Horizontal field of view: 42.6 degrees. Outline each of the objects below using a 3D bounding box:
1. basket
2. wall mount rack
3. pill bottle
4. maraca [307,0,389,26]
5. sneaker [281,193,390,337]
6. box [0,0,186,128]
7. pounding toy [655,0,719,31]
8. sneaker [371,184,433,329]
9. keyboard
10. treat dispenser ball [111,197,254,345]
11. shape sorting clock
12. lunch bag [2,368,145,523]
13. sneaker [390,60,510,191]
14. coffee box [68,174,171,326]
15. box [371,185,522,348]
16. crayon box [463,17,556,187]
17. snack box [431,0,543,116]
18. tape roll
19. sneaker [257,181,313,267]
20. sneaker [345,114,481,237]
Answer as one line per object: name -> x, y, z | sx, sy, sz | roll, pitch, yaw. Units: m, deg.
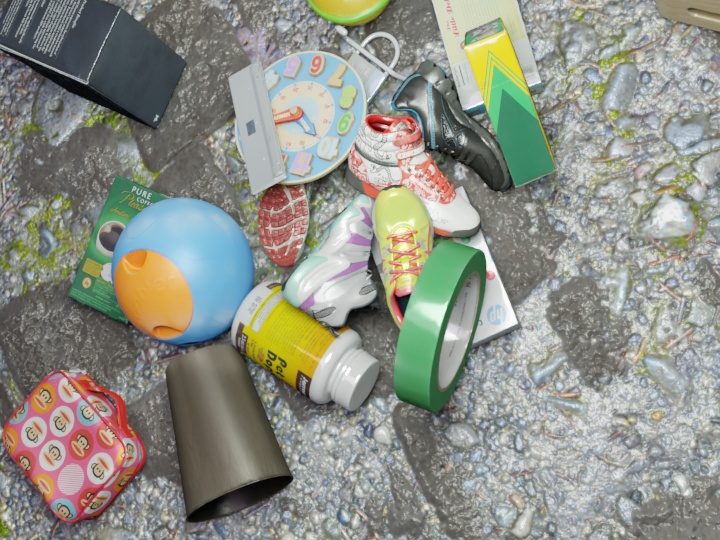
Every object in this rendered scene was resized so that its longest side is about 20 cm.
basket -> -0.193, 0.218, 1.272 | 0.180, 0.134, 0.204 | -38, 63, 37
wall mount rack -> -0.001, -0.248, 1.315 | 0.173, 0.074, 0.202 | 38, 95, 19
pill bottle -> -0.073, 0.106, 1.261 | 0.198, 0.109, 0.111 | 30, 91, 21
maraca -> -0.024, -0.434, 1.340 | 0.135, 0.107, 0.202 | -28, 59, -2
sneaker -> 0.000, 0.000, 1.238 | 0.139, 0.078, 0.201 | 40, 71, -4
box -> -0.405, -0.329, 1.395 | 0.194, 0.200, 0.126 | 26, 88, 20
pounding toy -> 0.487, -0.367, 1.156 | 0.198, 0.142, 0.187 | 25, 89, 31
sneaker -> 0.061, -0.007, 1.162 | 0.076, 0.091, 0.204 | -10, 109, 6
keyboard -> -0.144, -0.200, 1.276 | 0.056, 0.011, 0.204 | -27, 61, 23
treat dispenser ball -> -0.246, 0.002, 1.287 | 0.196, 0.201, 0.206 | -3, 80, 17
shape sorting clock -> -0.085, -0.214, 1.277 | 0.195, 0.039, 0.205 | -6, 73, 18
lunch bag -> -0.416, 0.247, 1.366 | 0.200, 0.082, 0.177 | 44, 95, 20
sneaker -> 0.122, -0.178, 1.238 | 0.082, 0.073, 0.201 | -40, 94, -4
coffee box -> -0.355, -0.030, 1.412 | 0.121, 0.044, 0.204 | 20, 88, 20
box -> 0.110, 0.012, 1.253 | 0.153, 0.041, 0.204 | -24, 75, 14
crayon box -> 0.183, -0.216, 1.151 | 0.057, 0.200, 0.175 | -21, 105, 13
snack box -> 0.173, -0.328, 1.290 | 0.114, 0.037, 0.204 | -17, 76, 14
tape roll -> 0.099, 0.067, 1.119 | 0.047, 0.200, 0.205 | 16, 86, 20
sneaker -> -0.095, -0.102, 1.314 | 0.076, 0.082, 0.205 | -3, 71, 18
sneaker -> 0.076, -0.127, 1.197 | 0.199, 0.067, 0.109 | 28, 131, 13
